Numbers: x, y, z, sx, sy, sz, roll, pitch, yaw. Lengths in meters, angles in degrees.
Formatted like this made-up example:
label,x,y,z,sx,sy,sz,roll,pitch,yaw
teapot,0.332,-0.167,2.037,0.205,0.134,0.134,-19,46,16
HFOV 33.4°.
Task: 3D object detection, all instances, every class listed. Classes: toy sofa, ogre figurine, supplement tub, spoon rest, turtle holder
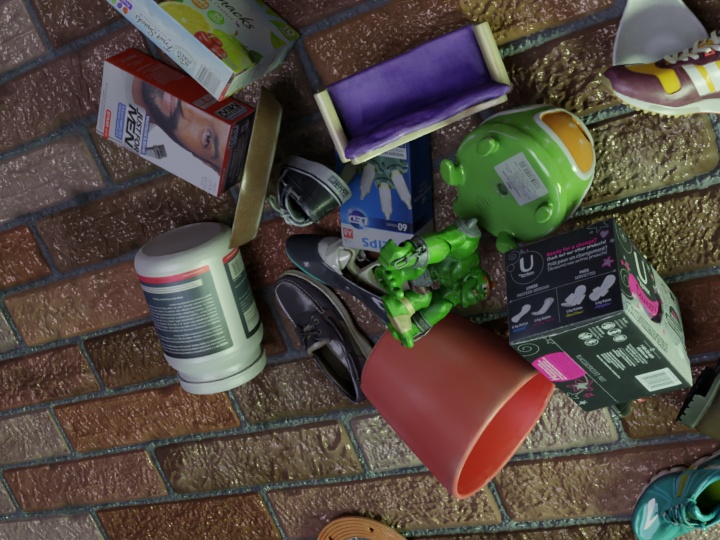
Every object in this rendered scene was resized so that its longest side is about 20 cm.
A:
label,x,y,z,sx,sy,sz,roll,pitch,yaw
toy sofa,0.056,-0.191,1.280,0.199,0.098,0.083,-23,104,2
ogre figurine,0.079,0.006,1.312,0.098,0.119,0.201,51,166,46
supplement tub,-0.211,0.049,1.608,0.140,0.140,0.201,-1,114,32
spoon rest,0.288,-0.255,1.177,0.099,0.061,0.201,-9,109,21
turtle holder,0.176,-0.098,1.289,0.141,0.132,0.186,38,146,19

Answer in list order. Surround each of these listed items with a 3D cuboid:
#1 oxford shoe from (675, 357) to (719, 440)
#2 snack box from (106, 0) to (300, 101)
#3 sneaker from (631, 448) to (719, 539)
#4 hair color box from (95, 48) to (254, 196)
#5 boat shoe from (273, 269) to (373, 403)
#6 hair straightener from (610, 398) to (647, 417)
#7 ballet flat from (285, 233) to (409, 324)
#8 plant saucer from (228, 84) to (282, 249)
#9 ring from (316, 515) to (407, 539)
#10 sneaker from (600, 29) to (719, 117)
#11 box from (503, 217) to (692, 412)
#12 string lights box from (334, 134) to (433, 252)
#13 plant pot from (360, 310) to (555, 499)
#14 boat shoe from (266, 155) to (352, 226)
label,x,y,z,sx,sy,sz,roll,pitch,yaw
oxford shoe,0.423,0.115,1.299,0.084,0.073,0.201,30,140,11
snack box,-0.188,-0.301,1.400,0.200,0.142,0.053,42,130,4
sneaker,0.386,0.268,1.397,0.078,0.080,0.200,45,130,2
hair color box,-0.241,-0.192,1.545,0.199,0.064,0.111,27,126,16
boat shoe,-0.047,0.087,1.576,0.200,0.065,0.072,51,131,-1
hair straightener,0.244,0.101,1.417,0.200,0.041,0.077,42,129,6
ballet flat,0.000,0.000,1.497,0.199,0.073,0.073,35,129,3
plant saucer,-0.125,-0.121,1.445,0.034,0.201,0.201,11,125,-7
ring,0.023,0.441,1.758,0.199,0.019,0.202,15,123,24
sneaker,0.329,-0.197,1.145,0.199,0.075,0.091,2,119,-11
box,0.253,0.051,1.269,0.132,0.115,0.200,-19,145,27
string lights box,0.028,-0.123,1.418,0.102,0.059,0.201,10,120,27
plant pot,0.110,0.142,1.440,0.177,0.200,0.201,38,130,23
boat shoe,-0.070,-0.087,1.429,0.074,0.068,0.199,47,172,-22
